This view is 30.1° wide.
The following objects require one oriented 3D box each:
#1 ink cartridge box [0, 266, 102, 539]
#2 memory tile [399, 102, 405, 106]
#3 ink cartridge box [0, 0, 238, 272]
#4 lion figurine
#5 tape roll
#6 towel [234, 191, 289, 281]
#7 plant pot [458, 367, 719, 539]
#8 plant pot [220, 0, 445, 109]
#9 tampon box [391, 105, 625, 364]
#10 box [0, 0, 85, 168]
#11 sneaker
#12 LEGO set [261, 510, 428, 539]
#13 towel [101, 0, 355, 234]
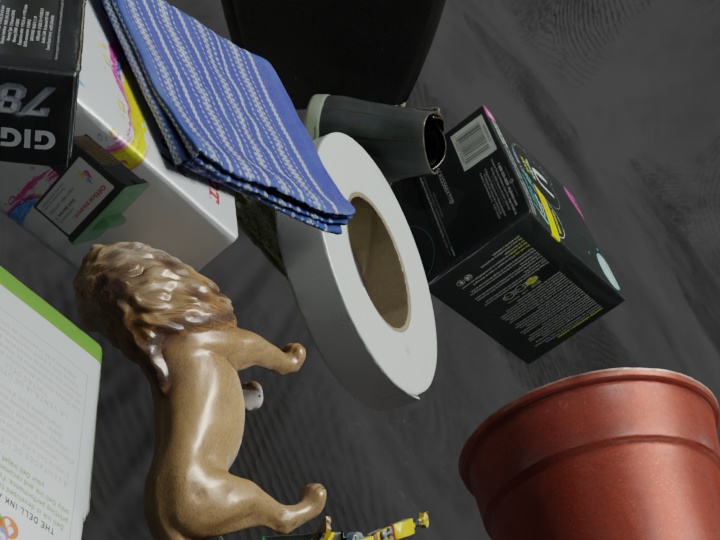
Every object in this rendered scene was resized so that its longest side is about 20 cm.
[{"bbox_3d":[-0.171,0.069,0.464,0.148,0.075,0.201,43,23,-31],"label":"ink cartridge box"},{"bbox_3d":[0.016,-0.206,1.305,0.017,0.155,0.201,6,37,-17],"label":"memory tile"},{"bbox_3d":[-0.164,-0.093,0.743,0.200,0.084,0.146,43,22,-34],"label":"ink cartridge box"},{"bbox_3d":[-0.082,0.079,0.673,0.122,0.072,0.202,25,38,-43],"label":"lion figurine"},{"bbox_3d":[0.000,0.000,0.982,0.203,0.037,0.205,54,26,-41],"label":"tape roll"},{"bbox_3d":[-0.078,-0.079,1.005,0.201,0.036,0.149,51,18,-11],"label":"towel"},{"bbox_3d":[0.182,0.207,0.938,0.200,0.199,0.197,36,34,-43],"label":"plant pot"},{"bbox_3d":[-0.028,-0.248,1.136,0.201,0.197,0.179,-101,-171,-51],"label":"plant pot"},{"bbox_3d":[0.144,-0.031,1.321,0.199,0.126,0.151,35,27,-45],"label":"tampon box"},{"bbox_3d":[-0.215,-0.125,0.567,0.195,0.050,0.201,4,37,-13],"label":"box"},{"bbox_3d":[0.027,-0.094,1.130,0.200,0.105,0.076,19,79,-75],"label":"sneaker"},{"bbox_3d":[0.039,0.193,0.637,0.200,0.114,0.156,39,49,-53],"label":"LEGO set"},{"bbox_3d":[-0.077,-0.101,0.808,0.146,0.024,0.200,63,17,21],"label":"towel"}]
